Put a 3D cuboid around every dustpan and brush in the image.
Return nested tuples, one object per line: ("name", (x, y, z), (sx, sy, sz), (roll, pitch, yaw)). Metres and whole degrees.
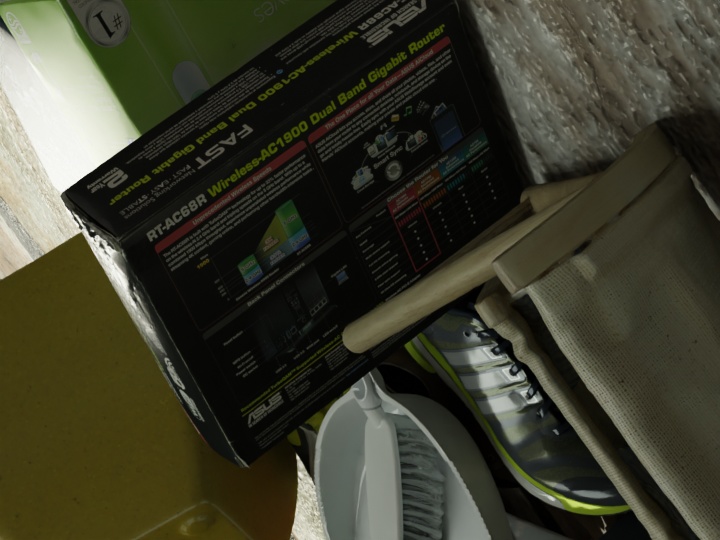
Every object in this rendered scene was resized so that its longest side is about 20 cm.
("dustpan and brush", (0.015, 0.090, 1.019), (0.139, 0.057, 0.201), (0, 97, 47))

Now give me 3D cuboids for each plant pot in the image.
("plant pot", (-0.147, 0.117, 1.172), (0.194, 0.195, 0.200), (54, -172, -53))

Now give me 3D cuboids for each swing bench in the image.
("swing bench", (0.124, 0.056, 0.792), (0.199, 0.130, 0.200), (55, 159, -4))

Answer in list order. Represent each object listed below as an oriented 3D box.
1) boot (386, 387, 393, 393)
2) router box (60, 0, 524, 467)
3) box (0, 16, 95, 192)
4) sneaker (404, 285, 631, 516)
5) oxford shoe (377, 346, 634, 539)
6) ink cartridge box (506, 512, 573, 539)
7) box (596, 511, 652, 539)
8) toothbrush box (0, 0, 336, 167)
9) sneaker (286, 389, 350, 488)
("boot", (-0.011, 0.070, 1.261), (0.200, 0.068, 0.188), (53, 166, 19))
("router box", (-0.022, -0.025, 0.880), (0.062, 0.200, 0.150), (35, 156, 48))
("box", (-0.167, -0.122, 1.258), (0.148, 0.107, 0.200), (39, 158, 42))
("sneaker", (0.086, 0.051, 0.983), (0.200, 0.074, 0.081), (41, 157, 31))
("oxford shoe", (0.084, 0.104, 1.072), (0.200, 0.084, 0.073), (41, 159, 31))
("ink cartridge box", (0.091, 0.188, 1.139), (0.199, 0.057, 0.163), (19, 163, -3))
("box", (0.146, 0.231, 0.954), (0.148, 0.200, 0.104), (55, 163, -11))
("toothbrush box", (-0.067, -0.093, 0.954), (0.086, 0.145, 0.200), (10, 134, 57))
("sneaker", (-0.028, 0.073, 1.167), (0.085, 0.074, 0.200), (46, 168, 34))
